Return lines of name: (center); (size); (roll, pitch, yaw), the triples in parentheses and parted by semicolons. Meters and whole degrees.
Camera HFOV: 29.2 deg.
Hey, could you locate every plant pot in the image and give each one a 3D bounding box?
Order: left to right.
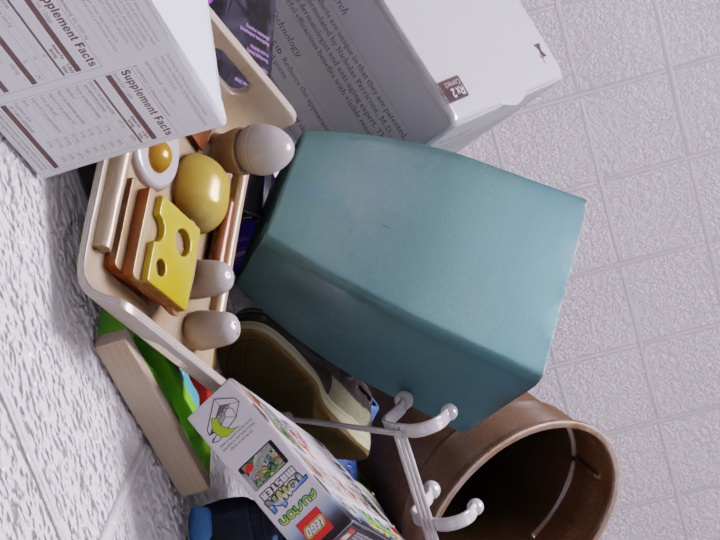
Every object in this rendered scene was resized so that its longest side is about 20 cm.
plant pot: (0.026, -0.004, 0.958); (0.141, 0.199, 0.142); (130, -18, -63)
plant pot: (0.089, 0.167, 1.216); (0.198, 0.200, 0.201); (43, -20, 49)

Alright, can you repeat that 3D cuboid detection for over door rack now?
over door rack: (0.013, 0.165, 0.975); (0.066, 0.199, 0.149); (-22, 99, -41)

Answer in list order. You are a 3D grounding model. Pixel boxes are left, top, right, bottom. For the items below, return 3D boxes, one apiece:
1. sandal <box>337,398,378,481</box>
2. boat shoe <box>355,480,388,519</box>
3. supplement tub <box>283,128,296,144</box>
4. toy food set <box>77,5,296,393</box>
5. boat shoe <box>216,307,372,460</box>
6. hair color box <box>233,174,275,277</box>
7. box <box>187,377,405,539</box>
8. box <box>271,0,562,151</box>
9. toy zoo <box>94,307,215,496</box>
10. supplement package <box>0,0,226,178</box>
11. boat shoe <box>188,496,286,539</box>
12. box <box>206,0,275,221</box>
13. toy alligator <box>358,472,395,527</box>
sandal: (-0.024, 0.126, 1.161); (0.080, 0.087, 0.201); (-85, 161, -73)
boat shoe: (0.002, 0.269, 1.135); (0.065, 0.071, 0.201); (-95, 174, -74)
supplement tub: (-0.079, -0.205, 1.213); (0.132, 0.131, 0.201); (-85, 158, -68)
toy food set: (-0.088, -0.039, 0.802); (0.144, 0.060, 0.201); (47, 44, -55)
boat shoe: (-0.046, 0.078, 1.051); (0.200, 0.073, 0.065); (57, 38, -50)
hair color box: (-0.118, -0.104, 1.003); (0.110, 0.064, 0.201); (-91, 163, -56)
box: (-0.027, 0.136, 0.834); (0.110, 0.035, 0.200); (47, -2, 23)
box: (0.024, -0.183, 1.073); (0.201, 0.130, 0.199); (58, 36, 2)
toy zoo: (-0.124, 0.025, 0.872); (0.201, 0.020, 0.132); (-95, 167, -51)
supplement package: (-0.154, -0.182, 0.714); (0.156, 0.110, 0.201); (61, 16, -61)
boat shoe: (-0.048, 0.204, 0.898); (0.200, 0.068, 0.085); (59, 18, -62)
box: (-0.105, -0.142, 0.890); (0.143, 0.036, 0.201); (17, 75, -62)
toy alligator: (0.015, 0.258, 1.249); (0.054, 0.059, 0.200); (-61, -145, 29)
